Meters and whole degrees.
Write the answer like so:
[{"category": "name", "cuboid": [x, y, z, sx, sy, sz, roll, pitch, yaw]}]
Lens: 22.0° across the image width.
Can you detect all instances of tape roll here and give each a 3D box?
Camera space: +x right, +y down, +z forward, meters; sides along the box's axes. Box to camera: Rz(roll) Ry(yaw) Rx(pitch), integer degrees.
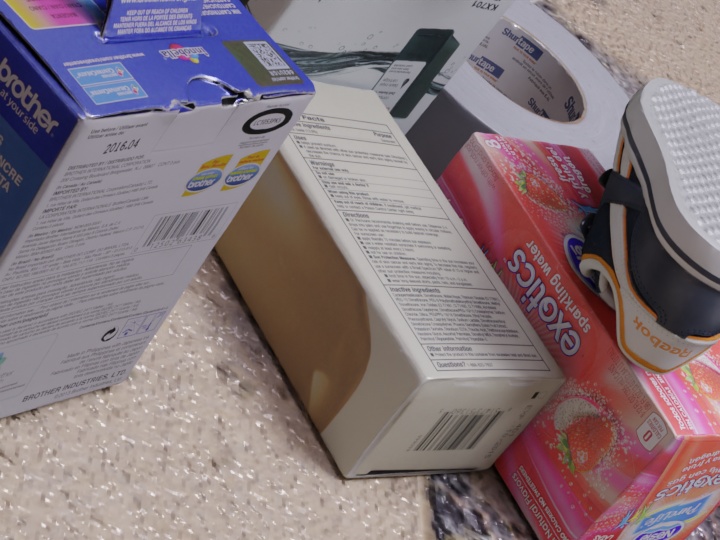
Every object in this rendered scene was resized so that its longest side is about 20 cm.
[{"category": "tape roll", "cuboid": [0.078, -0.103, 1.132, 0.199, 0.066, 0.201, 27, 31, -18]}]

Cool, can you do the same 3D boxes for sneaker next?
[{"category": "sneaker", "cuboid": [0.145, -0.025, 0.886, 0.078, 0.080, 0.200, 29, 27, -5]}]

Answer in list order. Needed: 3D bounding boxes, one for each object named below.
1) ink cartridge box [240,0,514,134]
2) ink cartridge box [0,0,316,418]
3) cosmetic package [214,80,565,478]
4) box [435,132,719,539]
[{"category": "ink cartridge box", "cuboid": [-0.009, -0.144, 0.961, 0.146, 0.200, 0.083, 3, 47, -44]}, {"category": "ink cartridge box", "cuboid": [-0.108, -0.037, 0.704, 0.076, 0.200, 0.136, 48, 31, 18]}, {"category": "cosmetic package", "cuboid": [0.000, 0.000, 0.899, 0.105, 0.071, 0.201, 4, 44, -43]}, {"category": "box", "cuboid": [0.106, 0.037, 0.935, 0.094, 0.103, 0.201, 4, 45, -43]}]
